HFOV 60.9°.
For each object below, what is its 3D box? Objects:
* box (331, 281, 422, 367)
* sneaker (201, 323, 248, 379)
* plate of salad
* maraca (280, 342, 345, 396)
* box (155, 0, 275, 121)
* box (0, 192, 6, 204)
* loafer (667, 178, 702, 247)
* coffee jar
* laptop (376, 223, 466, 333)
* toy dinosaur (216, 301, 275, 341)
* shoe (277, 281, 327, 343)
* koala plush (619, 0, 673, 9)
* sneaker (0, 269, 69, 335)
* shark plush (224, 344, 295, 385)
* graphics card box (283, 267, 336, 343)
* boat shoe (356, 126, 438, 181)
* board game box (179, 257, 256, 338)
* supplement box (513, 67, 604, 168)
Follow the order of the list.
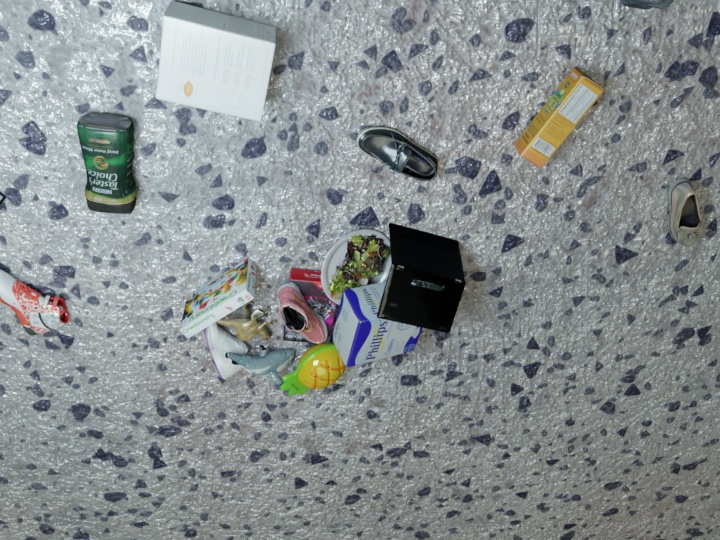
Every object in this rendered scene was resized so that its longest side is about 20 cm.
[{"bbox_3d":[0.048,0.126,1.496,0.197,0.106,0.185,-11,140,-23],"label":"box"},{"bbox_3d":[-0.349,0.185,1.581,0.099,0.075,0.202,-22,127,-15],"label":"sneaker"},{"bbox_3d":[0.000,0.000,1.458,0.198,0.048,0.203,-13,120,-23],"label":"plate of salad"},{"bbox_3d":[-0.120,0.264,1.619,0.199,0.107,0.137,-36,138,2],"label":"maraca"},{"bbox_3d":[-0.267,-0.388,1.141,0.197,0.107,0.154,10,125,-14],"label":"box"},{"bbox_3d":[-0.864,-0.170,1.249,0.140,0.079,0.201,-27,124,16],"label":"box"},{"bbox_3d":[0.787,-0.126,1.479,0.071,0.063,0.201,-23,125,9],"label":"loafer"},{"bbox_3d":[-0.514,-0.212,1.253,0.103,0.086,0.202,4,126,-9],"label":"coffee jar"},{"bbox_3d":[0.138,0.017,1.434,0.185,0.116,0.203,13,102,-15],"label":"laptop"},{"bbox_3d":[-0.282,0.130,1.523,0.199,0.058,0.102,22,104,-39],"label":"toy dinosaur"},{"bbox_3d":[-0.140,0.126,1.474,0.071,0.091,0.201,-23,124,11],"label":"shoe"},{"bbox_3d":[0.497,-0.576,1.068,0.175,0.184,0.203,8,113,-13],"label":"koala plush"},{"bbox_3d":[-0.766,0.064,1.436,0.106,0.068,0.203,-13,130,2],"label":"sneaker"},{"bbox_3d":[-0.266,0.224,1.593,0.198,0.091,0.084,21,107,-32],"label":"shark plush"},{"bbox_3d":[-0.125,0.092,1.540,0.124,0.051,0.202,5,126,-10],"label":"graphics card box"},{"bbox_3d":[0.084,-0.247,1.312,0.198,0.063,0.075,22,122,-19],"label":"boat shoe"},{"bbox_3d":[-0.334,0.064,1.447,0.199,0.127,0.035,-31,124,15],"label":"board game box"},{"bbox_3d":[0.415,-0.321,1.295,0.068,0.067,0.201,27,118,-20],"label":"supplement box"}]
